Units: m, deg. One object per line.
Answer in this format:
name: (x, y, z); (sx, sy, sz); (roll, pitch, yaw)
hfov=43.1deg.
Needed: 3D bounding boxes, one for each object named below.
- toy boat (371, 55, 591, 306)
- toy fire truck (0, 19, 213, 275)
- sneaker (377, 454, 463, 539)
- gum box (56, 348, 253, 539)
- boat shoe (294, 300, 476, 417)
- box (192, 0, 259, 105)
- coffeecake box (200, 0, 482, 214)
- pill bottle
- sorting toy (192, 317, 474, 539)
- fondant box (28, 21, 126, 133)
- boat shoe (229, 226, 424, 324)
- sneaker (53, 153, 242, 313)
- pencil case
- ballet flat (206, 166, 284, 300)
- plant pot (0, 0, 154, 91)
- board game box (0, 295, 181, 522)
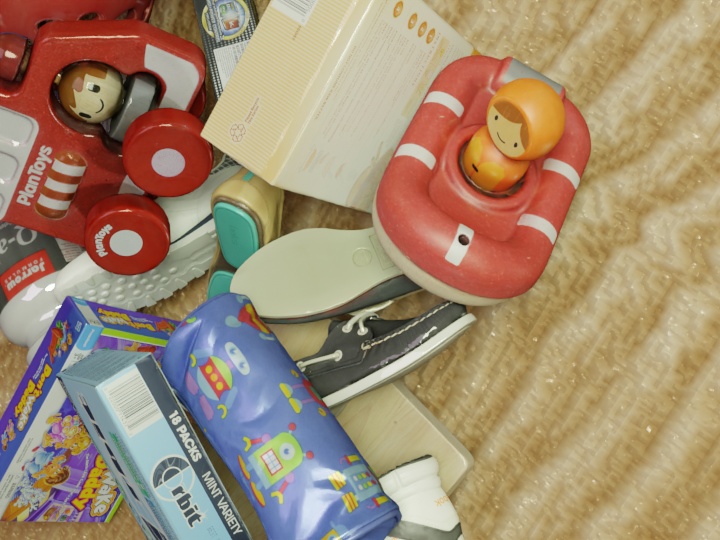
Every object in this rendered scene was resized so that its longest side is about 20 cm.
toy boat: (0.094, -0.078, 0.615); (0.129, 0.131, 0.201); (28, 60, -1)
toy fire truck: (-0.209, -0.100, 0.689); (0.201, 0.166, 0.113); (-55, 32, 31)
sneaker: (-0.013, 0.213, 0.646); (0.199, 0.073, 0.081); (-37, 73, 20)
gum box: (-0.151, 0.142, 0.661); (0.172, 0.044, 0.199); (63, 156, -9)
boat shoe: (-0.008, 0.064, 0.658); (0.199, 0.074, 0.061); (-33, 77, 30)
box: (-0.104, -0.200, 0.752); (0.044, 0.160, 0.203); (-15, 77, 0)
coffeecake box: (-0.003, -0.131, 0.673); (0.073, 0.199, 0.155); (34, 101, 24)
pill bottle: (-0.299, 0.000, 0.862); (0.116, 0.115, 0.201); (-39, 70, 19)
sorting toy: (-0.030, 0.154, 0.739); (0.199, 0.069, 0.201); (44, 106, 23)
fondant box: (-0.284, -0.153, 0.816); (0.058, 0.199, 0.147); (-5, 83, 40)
boat shoe: (0.000, 0.000, 0.698); (0.197, 0.063, 0.072); (-19, 64, -2)
sneaker: (-0.179, -0.030, 0.803); (0.198, 0.077, 0.081); (-26, 65, -10)
pencil case: (-0.060, 0.109, 0.604); (0.086, 0.078, 0.201); (-37, 68, -7)
ballet flat: (-0.088, -0.013, 0.753); (0.068, 0.201, 0.063); (25, 56, 6)
plant pot: (-0.245, -0.266, 0.681); (0.203, 0.198, 0.183); (69, 154, 14)
board game box: (-0.241, 0.129, 0.809); (0.045, 0.134, 0.201); (40, 104, 39)
